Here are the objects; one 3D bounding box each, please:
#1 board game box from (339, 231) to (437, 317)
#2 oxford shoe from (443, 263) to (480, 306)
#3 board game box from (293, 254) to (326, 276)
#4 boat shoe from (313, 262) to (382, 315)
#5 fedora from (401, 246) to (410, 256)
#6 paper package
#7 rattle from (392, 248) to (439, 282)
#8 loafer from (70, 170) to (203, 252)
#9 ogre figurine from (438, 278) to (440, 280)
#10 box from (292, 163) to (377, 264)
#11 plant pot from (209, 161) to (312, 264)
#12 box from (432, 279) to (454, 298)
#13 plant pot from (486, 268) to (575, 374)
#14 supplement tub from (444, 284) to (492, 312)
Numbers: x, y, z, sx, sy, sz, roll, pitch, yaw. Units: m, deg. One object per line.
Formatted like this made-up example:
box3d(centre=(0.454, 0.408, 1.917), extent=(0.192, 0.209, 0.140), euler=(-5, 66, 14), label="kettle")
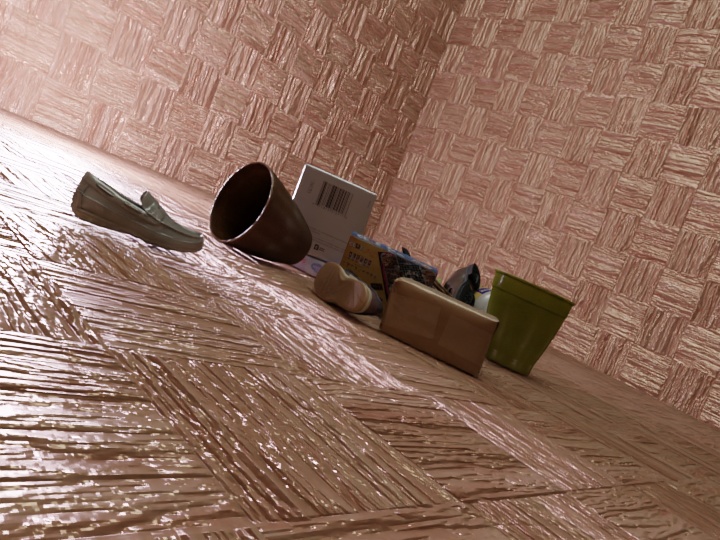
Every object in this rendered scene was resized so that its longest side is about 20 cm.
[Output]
box3d(centre=(0.047, 0.022, 1.238), extent=(0.195, 0.139, 0.035), euler=(24, 18, 1), label="board game box")
box3d(centre=(0.252, 0.059, 1.531), extent=(0.082, 0.074, 0.201), euler=(-14, 21, 29), label="oxford shoe")
box3d(centre=(-0.081, 0.000, 1.521), extent=(0.196, 0.042, 0.198), euler=(25, 4, 24), label="board game box")
box3d(centre=(-0.025, 0.041, 1.110), extent=(0.064, 0.073, 0.198), euler=(34, -6, -32), label="boat shoe")
box3d(centre=(0.097, 0.049, 1.377), extent=(0.089, 0.207, 0.201), euler=(-19, -1, 6), label="fedora")
box3d(centre=(0.150, 0.098, 1.106), extent=(0.195, 0.106, 0.190), euler=(23, 3, 12), label="paper package")
box3d(centre=(0.121, 0.030, 1.594), extent=(0.197, 0.132, 0.143), euler=(33, 12, -3), label="rattle")
box3d(centre=(-0.319, -0.081, 0.875), extent=(0.196, 0.072, 0.069), euler=(22, 3, -33), label="loafer")
box3d(centre=(0.327, 0.089, 2.565), extent=(0.198, 0.099, 0.120), euler=(36, -5, 13), label="ogre figurine")
box3d(centre=(-0.084, -0.134, 1.482), extent=(0.193, 0.206, 0.131), euler=(21, 5, -7), label="box")
box3d(centre=(-0.199, -0.102, 1.314), extent=(0.185, 0.190, 0.199), euler=(26, -8, 44), label="plant pot")
box3d(centre=(0.204, 0.091, 1.377), extent=(0.164, 0.021, 0.201), euler=(46, -7, 26), label="box")
box3d(centre=(0.368, 0.127, 1.384), extent=(0.195, 0.198, 0.200), euler=(23, 3, -1), label="plant pot")
box3d(centre=(0.314, 0.115, 1.605), extent=(0.143, 0.150, 0.199), euler=(20, 4, -34), label="supplement tub")
